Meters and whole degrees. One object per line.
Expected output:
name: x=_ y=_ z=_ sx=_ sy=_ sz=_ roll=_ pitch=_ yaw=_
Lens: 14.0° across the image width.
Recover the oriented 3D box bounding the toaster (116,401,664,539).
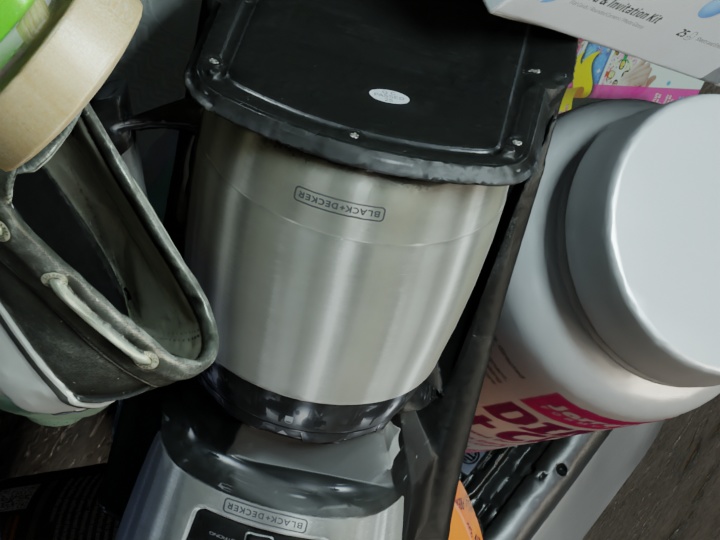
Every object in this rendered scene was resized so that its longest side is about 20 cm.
toaster: x=0.014 y=0.062 z=1.216 sx=0.200 sy=0.180 sz=0.119 roll=-52 pitch=161 yaw=-18

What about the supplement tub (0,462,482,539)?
supplement tub: x=-0.060 y=0.127 z=1.082 sx=0.122 sy=0.199 sz=0.123 roll=-11 pitch=90 yaw=-67

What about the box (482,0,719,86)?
box: x=0.072 y=-0.139 z=0.945 sx=0.041 sy=0.156 sz=0.200 roll=-35 pitch=157 yaw=26

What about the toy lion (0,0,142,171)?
toy lion: x=-0.115 y=-0.049 z=0.693 sx=0.200 sy=0.069 sz=0.192 roll=-47 pitch=-166 yaw=15

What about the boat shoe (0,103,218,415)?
boat shoe: x=-0.106 y=-0.046 z=0.818 sx=0.200 sy=0.063 sz=0.071 roll=56 pitch=41 yaw=-28

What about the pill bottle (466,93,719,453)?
pill bottle: x=0.076 y=0.002 z=1.052 sx=0.113 sy=0.113 sz=0.200 roll=-48 pitch=-166 yaw=-24

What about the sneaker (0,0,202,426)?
sneaker: x=-0.080 y=-0.040 z=1.014 sx=0.201 sy=0.074 sz=0.118 roll=-60 pitch=168 yaw=-10

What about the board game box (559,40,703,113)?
board game box: x=0.064 y=-0.110 z=1.171 sx=0.199 sy=0.064 sz=0.148 roll=0 pitch=122 yaw=-43

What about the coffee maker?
coffee maker: x=0.000 y=0.000 z=0.946 sx=0.192 sy=0.134 sz=0.201 roll=-36 pitch=148 yaw=-49
